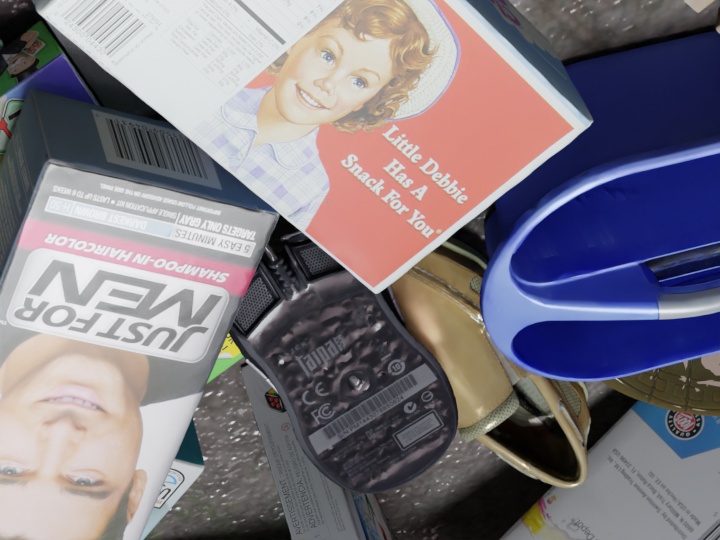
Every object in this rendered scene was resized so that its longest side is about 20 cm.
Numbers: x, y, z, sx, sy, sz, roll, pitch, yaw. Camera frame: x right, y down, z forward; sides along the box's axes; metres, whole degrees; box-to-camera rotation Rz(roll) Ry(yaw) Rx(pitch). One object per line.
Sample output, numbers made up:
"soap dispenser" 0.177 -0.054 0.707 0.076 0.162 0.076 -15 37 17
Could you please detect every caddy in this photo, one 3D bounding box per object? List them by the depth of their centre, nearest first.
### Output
"caddy" 0.144 -0.021 1.090 0.198 0.105 0.142 -14 139 -7

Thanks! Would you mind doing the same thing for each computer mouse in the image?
"computer mouse" 0.000 0.000 1.061 0.140 0.046 0.200 -37 124 3

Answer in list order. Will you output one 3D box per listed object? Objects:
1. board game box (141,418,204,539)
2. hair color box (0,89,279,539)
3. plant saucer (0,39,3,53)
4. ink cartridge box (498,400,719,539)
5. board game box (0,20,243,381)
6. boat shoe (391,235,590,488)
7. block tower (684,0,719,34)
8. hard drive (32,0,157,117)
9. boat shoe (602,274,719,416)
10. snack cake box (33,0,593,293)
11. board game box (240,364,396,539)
"board game box" -0.192 0.125 1.166 0.150 0.047 0.200 18 126 -34
"hair color box" -0.117 0.035 0.982 0.098 0.061 0.201 13 119 -23
"plant saucer" -0.210 -0.030 1.015 0.069 0.019 0.201 5 134 -26
"ink cartridge box" 0.168 0.180 1.245 0.200 0.147 0.146 -44 138 2
"board game box" -0.140 0.005 1.023 0.134 0.029 0.200 -35 136 -4
"boat shoe" 0.053 0.044 1.148 0.072 0.076 0.200 -37 134 22
"block tower" 0.211 -0.093 1.019 0.200 0.054 0.058 38 131 -18
"hard drive" -0.036 -0.148 0.943 0.199 0.033 0.140 -25 138 6
"boat shoe" 0.204 0.027 1.197 0.199 0.066 0.072 3 123 3
"snack cake box" -0.019 -0.093 0.916 0.115 0.067 0.200 -39 128 14
"board game box" -0.001 0.145 1.200 0.034 0.127 0.201 -21 138 2
